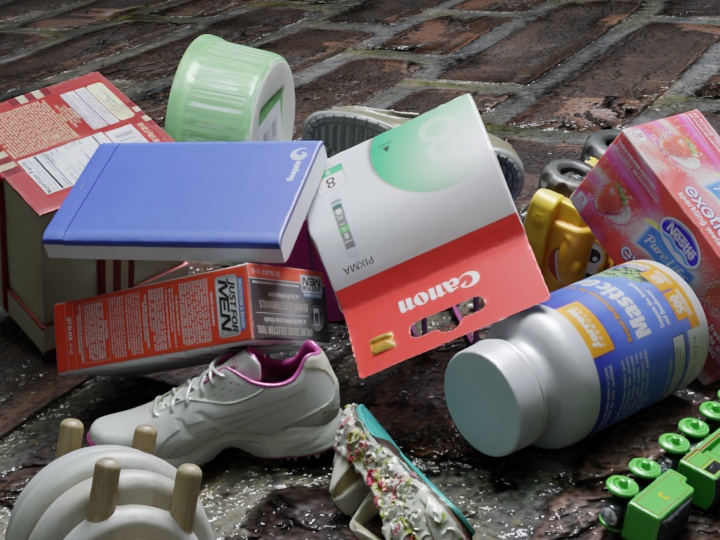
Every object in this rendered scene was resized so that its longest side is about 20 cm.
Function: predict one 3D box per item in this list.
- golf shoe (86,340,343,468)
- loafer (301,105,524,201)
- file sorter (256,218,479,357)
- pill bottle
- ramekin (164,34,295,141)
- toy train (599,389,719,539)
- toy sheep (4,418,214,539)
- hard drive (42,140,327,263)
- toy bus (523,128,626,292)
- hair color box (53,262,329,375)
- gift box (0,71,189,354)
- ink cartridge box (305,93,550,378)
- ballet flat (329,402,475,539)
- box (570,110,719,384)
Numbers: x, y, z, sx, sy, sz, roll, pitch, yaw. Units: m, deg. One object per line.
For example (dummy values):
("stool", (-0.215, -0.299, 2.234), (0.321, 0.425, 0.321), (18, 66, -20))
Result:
("golf shoe", (-0.111, 0.100, 1.029), (0.198, 0.092, 0.075), (-7, 24, -5))
("loafer", (0.047, -0.099, 1.174), (0.199, 0.076, 0.070), (15, 25, 9))
("file sorter", (0.000, 0.000, 1.198), (0.198, 0.140, 0.126), (-6, 23, -7))
("pill bottle", (0.164, 0.069, 1.035), (0.199, 0.113, 0.112), (-19, 26, -35))
("ramekin", (-0.147, -0.168, 1.573), (0.097, 0.201, 0.200), (10, 24, 12))
("toy train", (0.238, 0.138, 0.954), (0.056, 0.042, 0.199), (26, 35, 34))
("toy sheep", (-0.153, 0.166, 0.817), (0.137, 0.139, 0.200), (-11, 12, -19))
("hard drive", (-0.138, -0.058, 1.081), (0.198, 0.025, 0.132), (1, 41, 17))
("toy bus", (0.262, -0.024, 1.262), (0.191, 0.136, 0.200), (29, 37, 27))
("hair color box", (-0.137, 0.043, 1.092), (0.199, 0.064, 0.111), (-10, -9, 30))
("gift box", (-0.252, -0.049, 1.250), (0.199, 0.188, 0.185), (-20, 50, -31))
("ink cartridge box", (0.043, -0.031, 1.051), (0.160, 0.050, 0.201), (-24, 44, 9))
("ballet flat", (0.013, 0.150, 0.925), (0.064, 0.076, 0.200), (-41, 23, -4))
("box", (0.283, -0.022, 1.120), (0.102, 0.095, 0.201), (-16, 64, -35))
